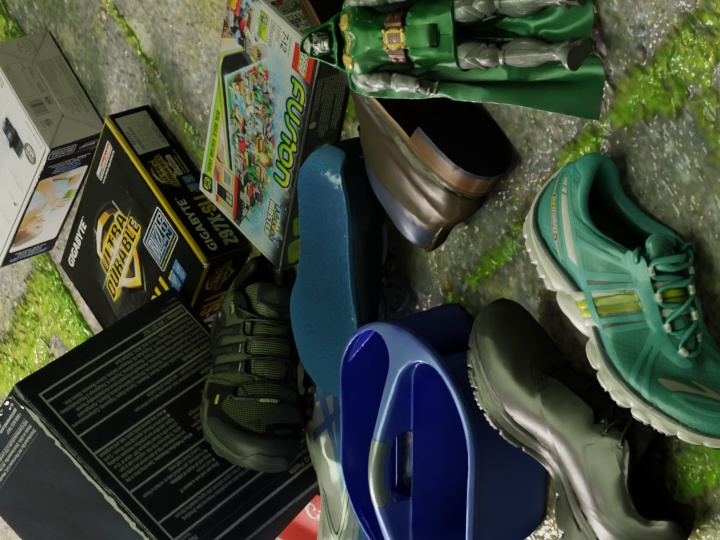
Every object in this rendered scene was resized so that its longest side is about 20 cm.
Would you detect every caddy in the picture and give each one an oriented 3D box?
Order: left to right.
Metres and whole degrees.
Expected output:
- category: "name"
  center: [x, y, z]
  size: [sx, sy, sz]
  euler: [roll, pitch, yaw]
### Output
- category: "caddy"
  center: [0.047, 0.121, 1.400]
  size: [0.141, 0.105, 0.201]
  euler: [30, 130, 43]

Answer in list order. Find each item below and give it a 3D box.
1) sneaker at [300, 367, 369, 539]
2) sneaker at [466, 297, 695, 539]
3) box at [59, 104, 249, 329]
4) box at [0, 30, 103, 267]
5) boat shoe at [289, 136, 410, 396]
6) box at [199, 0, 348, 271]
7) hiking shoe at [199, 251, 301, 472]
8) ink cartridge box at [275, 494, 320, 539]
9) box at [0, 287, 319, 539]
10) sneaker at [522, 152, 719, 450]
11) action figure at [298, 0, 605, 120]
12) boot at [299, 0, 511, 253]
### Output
- category: "sneaker"
  center: [-0.006, 0.136, 1.538]
  size: [0.072, 0.072, 0.201]
  euler: [-176, 79, -84]
- category: "sneaker"
  center: [0.144, 0.099, 1.295]
  size: [0.091, 0.076, 0.200]
  euler: [-39, 82, 46]
- category: "box"
  center: [-0.174, -0.012, 1.700]
  size: [0.160, 0.049, 0.200]
  euler: [53, 143, 20]
- category: "box"
  center: [-0.300, -0.105, 1.817]
  size: [0.117, 0.060, 0.200]
  euler: [57, 145, 17]
- category: "boat shoe"
  center: [0.000, 0.000, 1.441]
  size: [0.084, 0.069, 0.201]
  euler: [34, 135, 30]
- category: "box"
  center: [-0.063, -0.111, 1.496]
  size: [0.110, 0.035, 0.201]
  euler: [44, 140, 32]
- category: "hiking shoe"
  center: [-0.077, 0.061, 1.519]
  size: [0.200, 0.075, 0.101]
  euler: [-103, 23, -51]
- category: "ink cartridge box"
  center: [-0.034, 0.253, 1.645]
  size: [0.161, 0.050, 0.201]
  euler: [20, 126, 49]
- category: "box"
  center: [-0.160, 0.152, 1.570]
  size: [0.198, 0.200, 0.123]
  euler: [45, 130, 9]
- category: "sneaker"
  center: [0.168, 0.018, 1.205]
  size: [0.200, 0.077, 0.080]
  euler: [55, 136, 21]
- category: "action figure"
  center: [0.047, -0.144, 1.253]
  size: [0.199, 0.055, 0.119]
  euler: [-2, 96, 35]
- category: "boot"
  center: [0.010, -0.104, 1.359]
  size: [0.200, 0.075, 0.097]
  euler: [52, 141, 21]
